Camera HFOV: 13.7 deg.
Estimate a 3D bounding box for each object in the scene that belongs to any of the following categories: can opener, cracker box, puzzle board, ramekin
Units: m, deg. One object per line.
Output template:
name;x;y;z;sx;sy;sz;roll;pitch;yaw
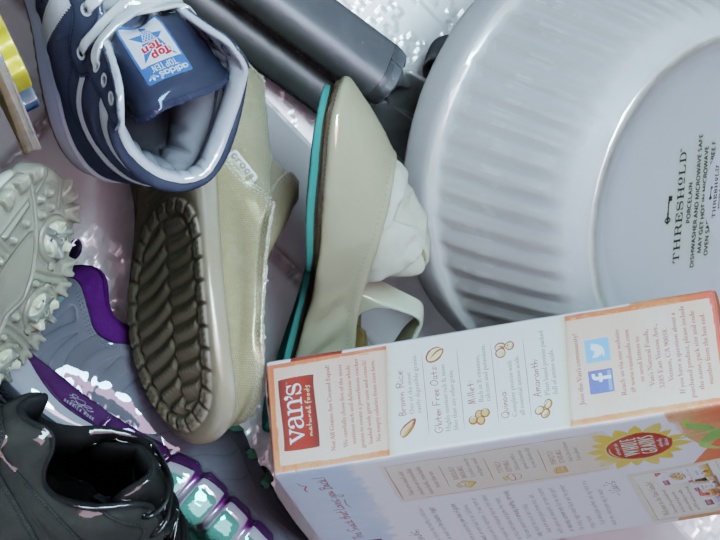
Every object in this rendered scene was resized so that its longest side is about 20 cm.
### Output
can opener;0.000;-0.103;1.394;0.200;0.053;0.067;36;48;-17
cracker box;0.070;0.073;1.314;0.199;0.134;0.058;-10;65;9
puzzle board;-0.180;-0.156;1.232;0.017;0.151;0.201;-26;80;-6
ramekin;0.126;-0.044;1.367;0.199;0.105;0.201;-14;113;-37

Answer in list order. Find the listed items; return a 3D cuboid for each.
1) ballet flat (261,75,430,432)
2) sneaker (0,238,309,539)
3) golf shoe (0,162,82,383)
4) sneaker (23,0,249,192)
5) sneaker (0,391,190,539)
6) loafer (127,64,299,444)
ballet flat;0.000;0.000;1.338;0.069;0.070;0.201;-6;133;-20
sneaker;-0.074;0.073;1.355;0.200;0.074;0.088;38;74;-17
golf shoe;-0.201;0.032;1.292;0.201;0.097;0.078;-59;145;-5
sneaker;-0.108;-0.123;1.236;0.070;0.108;0.201;-26;112;-19
sneaker;-0.103;0.116;1.270;0.091;0.076;0.200;-38;137;19
loafer;-0.062;-0.020;1.329;0.068;0.076;0.201;7;67;-32
